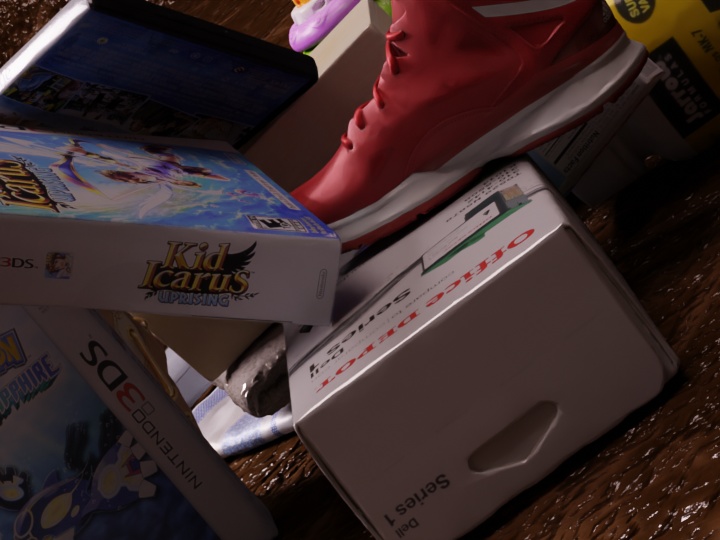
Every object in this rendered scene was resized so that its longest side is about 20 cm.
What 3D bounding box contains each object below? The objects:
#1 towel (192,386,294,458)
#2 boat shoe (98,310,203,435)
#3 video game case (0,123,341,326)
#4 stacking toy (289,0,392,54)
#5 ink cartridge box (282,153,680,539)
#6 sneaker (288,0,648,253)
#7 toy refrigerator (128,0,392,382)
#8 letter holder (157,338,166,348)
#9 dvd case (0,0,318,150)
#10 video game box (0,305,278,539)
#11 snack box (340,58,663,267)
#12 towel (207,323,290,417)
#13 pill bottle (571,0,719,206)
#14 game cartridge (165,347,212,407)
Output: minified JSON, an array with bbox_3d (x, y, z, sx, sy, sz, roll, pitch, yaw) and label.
[{"bbox_3d":[-0.016,0.041,1.397,0.200,0.024,0.147,-24,20,48],"label":"towel"},{"bbox_3d":[-0.131,0.056,1.279,0.074,0.200,0.069,-15,19,35],"label":"boat shoe"},{"bbox_3d":[-0.124,-0.026,1.166,0.181,0.046,0.200,3,14,-19],"label":"video game case"},{"bbox_3d":[-0.006,-0.146,1.612,0.110,0.200,0.116,-42,12,-14],"label":"stacking toy"},{"bbox_3d":[0.046,0.031,1.114,0.146,0.084,0.200,-37,11,4],"label":"ink cartridge box"},{"bbox_3d":[0.023,-0.094,1.165,0.200,0.116,0.078,-30,13,23],"label":"sneaker"},{"bbox_3d":[-0.038,-0.044,1.338,0.200,0.076,0.070,-46,15,14],"label":"toy refrigerator"},{"bbox_3d":[-0.134,-0.046,1.567,0.101,0.142,0.200,-48,3,23],"label":"letter holder"},{"bbox_3d":[-0.136,-0.068,1.285,0.200,0.142,0.018,-37,53,37],"label":"dvd case"},{"bbox_3d":[-0.171,0.118,1.209,0.200,0.182,0.047,-40,13,-1],"label":"video game box"},{"bbox_3d":[0.062,-0.047,1.231,0.200,0.072,0.024,-53,-8,35],"label":"snack box"},{"bbox_3d":[0.000,0.000,1.367,0.200,0.034,0.133,-41,13,-6],"label":"towel"},{"bbox_3d":[0.168,-0.127,1.252,0.200,0.114,0.114,-37,13,13],"label":"pill bottle"},{"bbox_3d":[-0.064,0.011,1.540,0.133,0.042,0.200,-53,0,41],"label":"game cartridge"}]
